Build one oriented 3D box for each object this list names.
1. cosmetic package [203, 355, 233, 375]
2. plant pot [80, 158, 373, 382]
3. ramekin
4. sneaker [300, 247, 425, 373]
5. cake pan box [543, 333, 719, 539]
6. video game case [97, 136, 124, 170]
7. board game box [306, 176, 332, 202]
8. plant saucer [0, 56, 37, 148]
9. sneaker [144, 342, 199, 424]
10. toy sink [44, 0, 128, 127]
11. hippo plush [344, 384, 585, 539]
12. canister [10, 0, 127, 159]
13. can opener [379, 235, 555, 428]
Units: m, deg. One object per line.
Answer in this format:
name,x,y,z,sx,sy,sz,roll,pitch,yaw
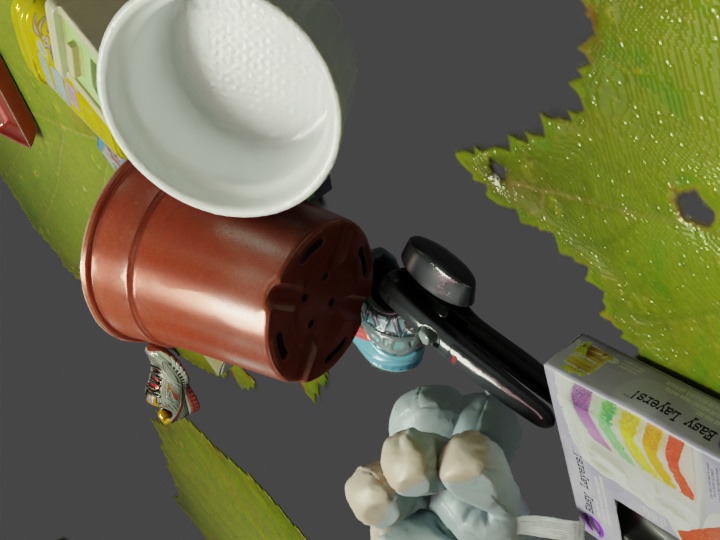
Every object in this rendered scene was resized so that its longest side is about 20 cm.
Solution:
cosmetic package,-0.199,0.023,1.402,0.200,0.105,0.071,50,157,9
plant pot,-0.107,0.000,0.963,0.195,0.201,0.201,20,141,31
ramekin,-0.098,-0.152,0.860,0.200,0.098,0.201,8,127,11
sneaker,0.000,0.000,1.034,0.200,0.079,0.096,43,137,19
cake pan box,0.230,0.162,0.796,0.184,0.052,0.200,33,149,48
video game case,-0.308,-0.131,1.523,0.200,0.018,0.143,53,158,7
board game box,-0.110,-0.173,1.017,0.165,0.057,0.200,35,150,37
plant saucer,-0.650,-0.326,1.923,0.200,0.037,0.200,23,140,53
sneaker,-0.366,0.217,2.030,0.078,0.082,0.200,34,149,42
toy sink,-0.258,-0.241,1.148,0.200,0.112,0.130,51,157,13
hippo plush,0.093,0.155,0.937,0.200,0.161,0.160,5,132,6
canister,-0.330,-0.246,1.323,0.200,0.087,0.149,44,155,24
can opener,0.093,0.060,0.912,0.200,0.063,0.079,47,155,22
